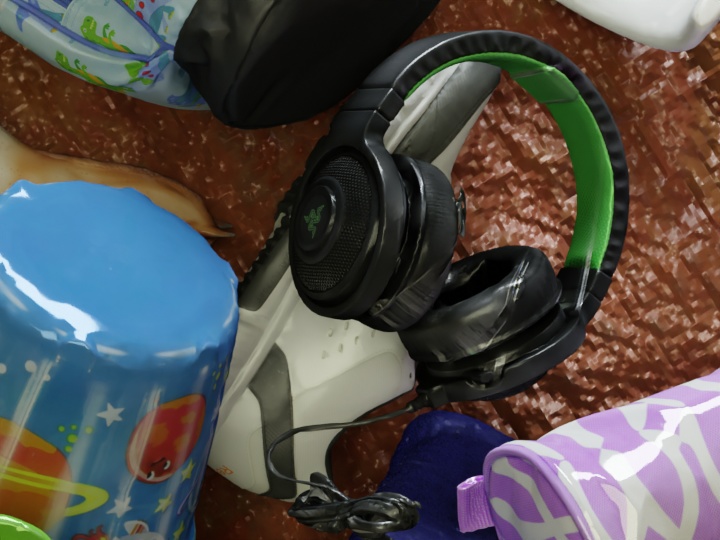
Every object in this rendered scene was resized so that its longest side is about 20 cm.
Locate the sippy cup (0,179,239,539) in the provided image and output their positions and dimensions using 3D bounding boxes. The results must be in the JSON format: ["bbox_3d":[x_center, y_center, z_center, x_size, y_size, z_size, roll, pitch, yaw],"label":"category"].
[{"bbox_3d":[-0.105,0.044,0.967,0.178,0.139,0.131,56,134,37],"label":"sippy cup"}]

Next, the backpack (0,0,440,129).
[{"bbox_3d":[-0.090,-0.134,1.041,0.200,0.163,0.154,47,105,11],"label":"backpack"}]

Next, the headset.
[{"bbox_3d":[0.032,0.006,1.001,0.123,0.094,0.201,38,73,-27],"label":"headset"}]

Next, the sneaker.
[{"bbox_3d":[0.000,0.000,1.076,0.080,0.074,0.200,33,94,-10],"label":"sneaker"}]

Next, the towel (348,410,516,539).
[{"bbox_3d":[0.051,0.145,1.010,0.147,0.200,0.050,28,127,2],"label":"towel"}]

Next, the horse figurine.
[{"bbox_3d":[-0.167,-0.027,1.089,0.200,0.050,0.133,39,97,1],"label":"horse figurine"}]

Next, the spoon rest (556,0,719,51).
[{"bbox_3d":[0.061,-0.150,1.077,0.200,0.061,0.099,39,67,13],"label":"spoon rest"}]

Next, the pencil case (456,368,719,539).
[{"bbox_3d":[0.141,0.065,1.014,0.199,0.085,0.084,-20,128,-26],"label":"pencil case"}]
